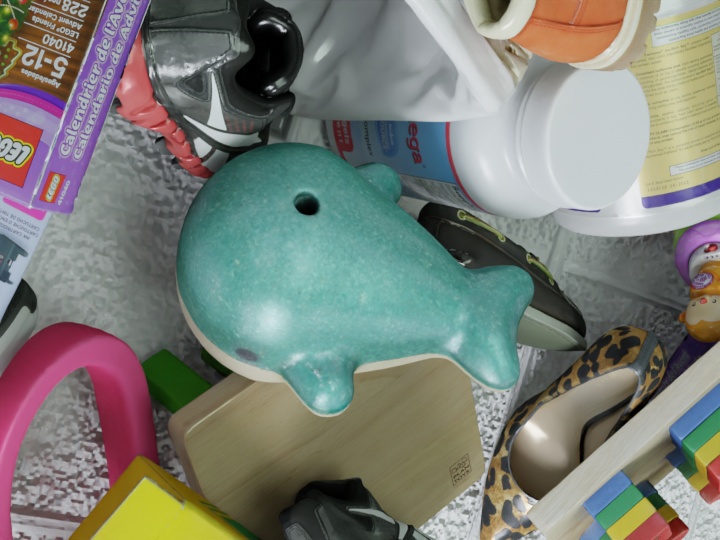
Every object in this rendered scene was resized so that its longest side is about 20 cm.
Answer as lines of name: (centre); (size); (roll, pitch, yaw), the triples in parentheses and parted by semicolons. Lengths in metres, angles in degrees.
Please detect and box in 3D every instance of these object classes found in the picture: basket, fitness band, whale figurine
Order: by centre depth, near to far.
whale figurine: (0.000, 0.000, 0.707); (0.198, 0.104, 0.160); (16, 59, 0)
fitness band: (-0.163, 0.124, 0.720); (0.144, 0.037, 0.201); (-46, 145, -46)
basket: (0.006, -0.173, 0.736); (0.136, 0.199, 0.124); (47, 66, -33)

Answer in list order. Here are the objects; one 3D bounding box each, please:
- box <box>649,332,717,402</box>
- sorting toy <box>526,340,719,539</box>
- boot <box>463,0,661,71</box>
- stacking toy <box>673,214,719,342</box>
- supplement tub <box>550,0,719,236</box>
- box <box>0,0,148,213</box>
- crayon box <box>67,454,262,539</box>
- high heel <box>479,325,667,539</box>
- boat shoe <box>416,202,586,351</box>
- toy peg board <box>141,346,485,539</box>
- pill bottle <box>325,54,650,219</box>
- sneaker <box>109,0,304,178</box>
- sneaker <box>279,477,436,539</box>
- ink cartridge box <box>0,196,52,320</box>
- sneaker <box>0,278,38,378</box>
box: (0.319, 0.045, 1.052); (0.199, 0.039, 0.137); (-30, 155, -28)
sorting toy: (0.227, 0.145, 0.939); (0.200, 0.070, 0.199); (-42, 158, 0)
boot: (0.097, -0.204, 0.643); (0.107, 0.075, 0.202); (-1, 93, -38)
stacking toy: (0.269, -0.017, 0.963); (0.110, 0.115, 0.200); (64, 37, -28)
supplement tub: (0.184, -0.139, 0.899); (0.145, 0.145, 0.202); (-23, 112, -30)
box: (-0.196, -0.125, 0.592); (0.138, 0.199, 0.039); (-69, 164, 3)
crayon box: (-0.109, 0.185, 0.706); (0.127, 0.051, 0.200); (-49, 138, -8)
high heel: (0.139, 0.122, 0.914); (0.071, 0.143, 0.201); (35, 94, 6)
boat shoe: (0.103, 0.009, 0.912); (0.201, 0.071, 0.061); (26, 69, -49)
toy peg board: (-0.034, 0.095, 0.836); (0.199, 0.098, 0.200); (-34, 132, -24)
pill bottle: (0.074, -0.090, 0.794); (0.108, 0.199, 0.110); (-8, 103, -34)
sneaker: (-0.070, -0.099, 0.705); (0.200, 0.097, 0.071); (43, 40, -75)
sneaker: (0.002, 0.164, 0.787); (0.066, 0.091, 0.200); (-40, 162, 2)
ink cartridge box: (-0.221, 0.010, 0.650); (0.042, 0.119, 0.201); (34, 79, -44)
sneaker: (-0.223, 0.103, 0.712); (0.201, 0.075, 0.115); (-54, 136, -11)
